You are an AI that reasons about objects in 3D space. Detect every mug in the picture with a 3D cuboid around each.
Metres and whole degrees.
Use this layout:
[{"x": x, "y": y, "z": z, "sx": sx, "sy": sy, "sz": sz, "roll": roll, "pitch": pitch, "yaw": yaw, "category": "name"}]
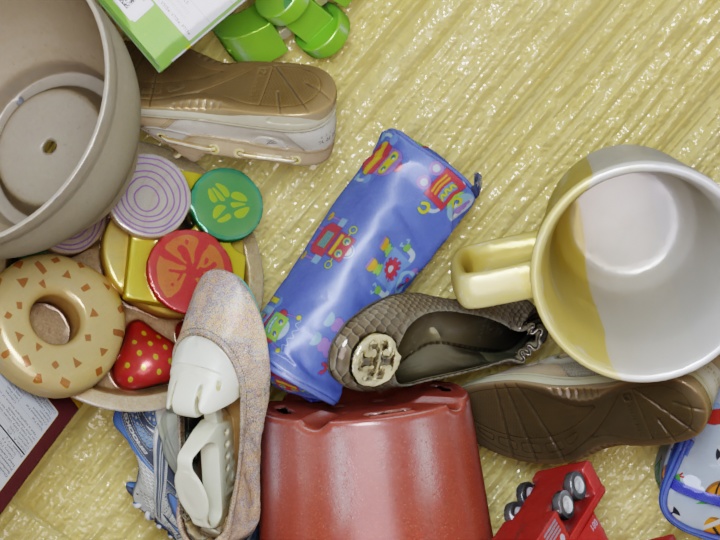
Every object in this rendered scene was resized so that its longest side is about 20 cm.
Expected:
[{"x": 0.169, "y": -0.025, "z": 1.652, "sx": 0.186, "sy": 0.153, "sz": 0.150, "roll": 20, "pitch": 105, "yaw": -5, "category": "mug"}]

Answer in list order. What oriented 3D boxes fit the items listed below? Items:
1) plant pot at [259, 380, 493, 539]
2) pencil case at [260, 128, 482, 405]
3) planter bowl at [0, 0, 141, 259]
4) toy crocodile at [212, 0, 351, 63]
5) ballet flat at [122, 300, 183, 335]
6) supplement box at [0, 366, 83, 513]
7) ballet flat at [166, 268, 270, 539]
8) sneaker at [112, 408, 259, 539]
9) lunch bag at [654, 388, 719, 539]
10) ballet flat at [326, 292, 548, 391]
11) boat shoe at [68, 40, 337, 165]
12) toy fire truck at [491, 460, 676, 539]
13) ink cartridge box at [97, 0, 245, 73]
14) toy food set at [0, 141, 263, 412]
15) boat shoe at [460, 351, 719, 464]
[{"x": 0.011, "y": 0.184, "z": 1.701, "sx": 0.200, "sy": 0.201, "sz": 0.196, "roll": -4, "pitch": 98, "yaw": 1, "category": "plant pot"}, {"x": 0.000, "y": 0.000, "z": 1.674, "sx": 0.200, "sy": 0.078, "sz": 0.087, "roll": -56, "pitch": 137, "yaw": -7, "category": "pencil case"}, {"x": -0.223, "y": -0.095, "z": 1.574, "sx": 0.200, "sy": 0.135, "sz": 0.201, "roll": -6, "pitch": 74, "yaw": 20, "category": "planter bowl"}, {"x": -0.016, "y": -0.209, "z": 1.651, "sx": 0.200, "sy": 0.062, "sz": 0.067, "roll": -42, "pitch": 141, "yaw": 12, "category": "toy crocodile"}, {"x": -0.198, "y": 0.006, "z": 1.711, "sx": 0.200, "sy": 0.069, "sz": 0.071, "roll": 30, "pitch": 86, "yaw": -9, "category": "ballet flat"}, {"x": -0.328, "y": 0.125, "z": 1.641, "sx": 0.197, "sy": 0.200, "sz": 0.133, "roll": -30, "pitch": 105, "yaw": 30, "category": "supplement box"}, {"x": -0.098, "y": 0.100, "z": 1.623, "sx": 0.068, "sy": 0.067, "sz": 0.200, "roll": 10, "pitch": 114, "yaw": 32, "category": "ballet flat"}, {"x": -0.119, "y": 0.161, "z": 1.753, "sx": 0.085, "sy": 0.077, "sz": 0.200, "roll": -2, "pitch": 122, "yaw": 30, "category": "sneaker"}, {"x": 0.318, "y": 0.140, "z": 1.742, "sx": 0.200, "sy": 0.076, "sz": 0.161, "roll": 18, "pitch": 107, "yaw": -4, "category": "lunch bag"}, {"x": 0.059, "y": 0.050, "z": 1.667, "sx": 0.200, "sy": 0.046, "sz": 0.068, "roll": -5, "pitch": 119, "yaw": -45, "category": "ballet flat"}, {"x": -0.111, "y": -0.106, "z": 1.662, "sx": 0.200, "sy": 0.074, "sz": 0.069, "roll": 11, "pitch": 136, "yaw": 18, "category": "boat shoe"}, {"x": 0.153, "y": 0.213, "z": 1.695, "sx": 0.049, "sy": 0.200, "sz": 0.141, "roll": -17, "pitch": 109, "yaw": 34, "category": "toy fire truck"}, {"x": -0.076, "y": -0.233, "z": 1.595, "sx": 0.200, "sy": 0.148, "sz": 0.076, "roll": -39, "pitch": 102, "yaw": 10, "category": "ink cartridge box"}, {"x": -0.161, "y": -0.002, "z": 1.668, "sx": 0.200, "sy": 0.049, "sz": 0.198, "roll": 9, "pitch": 73, "yaw": -16, "category": "toy food set"}, {"x": 0.160, "y": 0.087, "z": 1.707, "sx": 0.200, "sy": 0.065, "sz": 0.072, "roll": -8, "pitch": 116, "yaw": 32, "category": "boat shoe"}]
